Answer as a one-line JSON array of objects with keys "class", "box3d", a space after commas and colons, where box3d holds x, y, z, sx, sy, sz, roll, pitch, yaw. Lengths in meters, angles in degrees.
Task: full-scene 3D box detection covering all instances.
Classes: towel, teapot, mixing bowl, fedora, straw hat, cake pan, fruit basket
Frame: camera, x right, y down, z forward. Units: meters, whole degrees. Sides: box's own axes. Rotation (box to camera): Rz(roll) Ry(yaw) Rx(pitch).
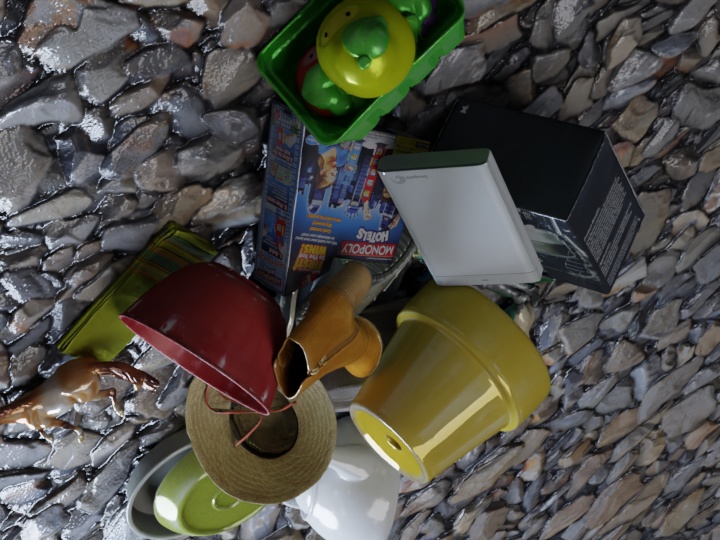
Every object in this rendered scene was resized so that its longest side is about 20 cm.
[{"class": "towel", "box3d": [-0.250, 0.032, 1.676, 0.200, 0.018, 0.086, -45, 143, 12]}, {"class": "teapot", "box3d": [-0.033, 0.287, 2.038, 0.145, 0.198, 0.202, 7, 110, -9]}, {"class": "mixing bowl", "box3d": [-0.156, 0.061, 1.643, 0.109, 0.199, 0.200, -58, 147, -12]}, {"class": "fedora", "box3d": [0.001, 0.119, 1.892, 0.198, 0.091, 0.177, -14, 156, -25]}, {"class": "straw hat", "box3d": [-0.117, 0.186, 1.867, 0.201, 0.201, 0.085, -42, 176, 8]}, {"class": "cake pan", "box3d": [-0.222, 0.274, 1.956, 0.199, 0.037, 0.201, -23, 142, -19]}, {"class": "fruit basket", "box3d": [-0.001, -0.228, 1.473, 0.215, 0.156, 0.216, -34, 159, -15]}]

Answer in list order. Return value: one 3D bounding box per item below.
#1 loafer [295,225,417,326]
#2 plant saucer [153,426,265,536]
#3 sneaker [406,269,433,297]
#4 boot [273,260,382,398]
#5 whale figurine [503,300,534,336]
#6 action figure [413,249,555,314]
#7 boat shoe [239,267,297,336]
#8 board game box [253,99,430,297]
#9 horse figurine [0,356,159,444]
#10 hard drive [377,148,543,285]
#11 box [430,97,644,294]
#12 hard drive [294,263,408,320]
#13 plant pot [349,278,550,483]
[{"class": "loafer", "box3d": [0.000, 0.000, 1.766, 0.200, 0.075, 0.070, -46, 175, 11]}, {"class": "plant saucer", "box3d": [-0.174, 0.285, 1.951, 0.199, 0.031, 0.201, -22, 142, -19]}, {"class": "sneaker", "box3d": [0.121, 0.066, 1.977, 0.073, 0.082, 0.200, -33, 144, -2]}, {"class": "boot", "box3d": [-0.041, 0.093, 1.654, 0.144, 0.070, 0.202, -49, 155, -31]}, {"class": "whale figurine", "box3d": [0.180, 0.130, 2.103, 0.202, 0.103, 0.159, -70, 164, 10]}, {"class": "action figure", "box3d": [0.124, -0.007, 1.809, 0.199, 0.055, 0.118, 25, 158, -14]}, {"class": "boat shoe", "box3d": [-0.105, 0.020, 1.737, 0.061, 0.075, 0.201, -5, 133, -39]}, {"class": "board game box", "box3d": [-0.036, -0.070, 1.650, 0.199, 0.061, 0.202, 7, 106, -45]}, {"class": "horse figurine", "box3d": [-0.331, 0.148, 1.699, 0.199, 0.050, 0.133, -30, 146, 12]}, {"class": "hard drive", "box3d": [0.114, -0.056, 1.666, 0.131, 0.027, 0.201, -2, 140, 27]}, {"class": "box", "box3d": [0.205, -0.087, 1.752, 0.125, 0.199, 0.197, -63, 147, -16]}, {"class": "hard drive", "box3d": [0.003, -0.022, 1.819, 0.139, 0.033, 0.201, -9, 136, -33]}, {"class": "plant pot", "box3d": [0.094, 0.144, 1.781, 0.189, 0.200, 0.201, -45, 148, -18]}]
